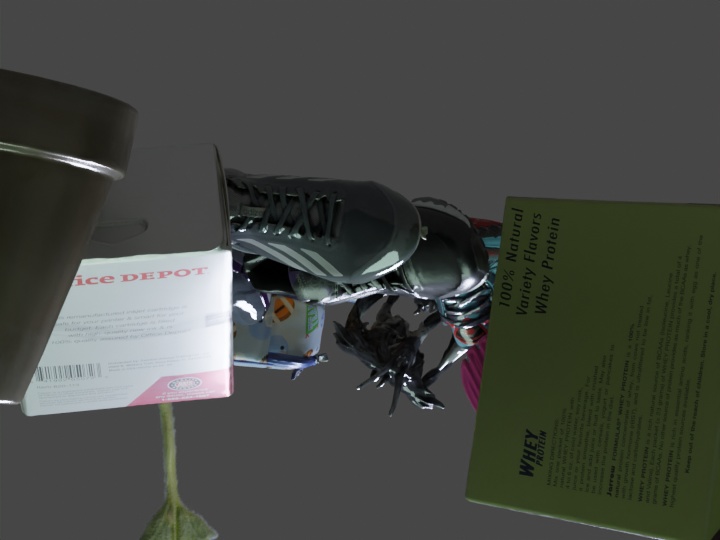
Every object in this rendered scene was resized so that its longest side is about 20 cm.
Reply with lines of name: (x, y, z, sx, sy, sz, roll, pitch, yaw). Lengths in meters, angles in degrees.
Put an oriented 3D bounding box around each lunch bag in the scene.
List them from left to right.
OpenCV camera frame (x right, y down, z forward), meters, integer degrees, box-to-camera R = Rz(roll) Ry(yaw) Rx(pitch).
lunch bag: (-0.123, 0.045, 1.893, 0.198, 0.076, 0.160, 9, 178, 0)

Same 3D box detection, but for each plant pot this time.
plant pot: (-0.233, -0.019, 1.204, 0.198, 0.175, 0.200, 8, 178, 0)

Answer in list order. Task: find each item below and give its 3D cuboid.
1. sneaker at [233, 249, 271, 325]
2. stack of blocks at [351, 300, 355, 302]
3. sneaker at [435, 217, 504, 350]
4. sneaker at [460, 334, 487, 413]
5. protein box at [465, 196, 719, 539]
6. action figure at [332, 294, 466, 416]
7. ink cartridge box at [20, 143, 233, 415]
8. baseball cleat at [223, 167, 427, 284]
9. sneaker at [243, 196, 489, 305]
sneaker: (-0.136, 0.004, 1.572, 0.074, 0.088, 0.200, 9, 155, 33)
stack of blocks: (-0.093, -0.017, 1.896, 0.198, 0.059, 0.115, 8, 176, -5)
sneaker: (0.093, 0.013, 1.614, 0.079, 0.096, 0.200, 7, 177, 27)
sneaker: (0.167, 0.039, 1.592, 0.200, 0.082, 0.088, -36, 161, 32)
protein box: (0.192, 0.064, 1.347, 0.134, 0.200, 0.199, 11, 176, -41)
action figure: (0.043, 0.036, 1.801, 0.118, 0.102, 0.200, 32, -154, -9)
ink cartridge box: (-0.155, 0.008, 1.390, 0.145, 0.083, 0.200, -4, 150, -6)
baseball cleat: (-0.056, -0.033, 1.440, 0.199, 0.070, 0.106, 4, 175, 44)
sneaker: (0.000, 0.000, 1.506, 0.199, 0.076, 0.087, 4, -149, 47)
